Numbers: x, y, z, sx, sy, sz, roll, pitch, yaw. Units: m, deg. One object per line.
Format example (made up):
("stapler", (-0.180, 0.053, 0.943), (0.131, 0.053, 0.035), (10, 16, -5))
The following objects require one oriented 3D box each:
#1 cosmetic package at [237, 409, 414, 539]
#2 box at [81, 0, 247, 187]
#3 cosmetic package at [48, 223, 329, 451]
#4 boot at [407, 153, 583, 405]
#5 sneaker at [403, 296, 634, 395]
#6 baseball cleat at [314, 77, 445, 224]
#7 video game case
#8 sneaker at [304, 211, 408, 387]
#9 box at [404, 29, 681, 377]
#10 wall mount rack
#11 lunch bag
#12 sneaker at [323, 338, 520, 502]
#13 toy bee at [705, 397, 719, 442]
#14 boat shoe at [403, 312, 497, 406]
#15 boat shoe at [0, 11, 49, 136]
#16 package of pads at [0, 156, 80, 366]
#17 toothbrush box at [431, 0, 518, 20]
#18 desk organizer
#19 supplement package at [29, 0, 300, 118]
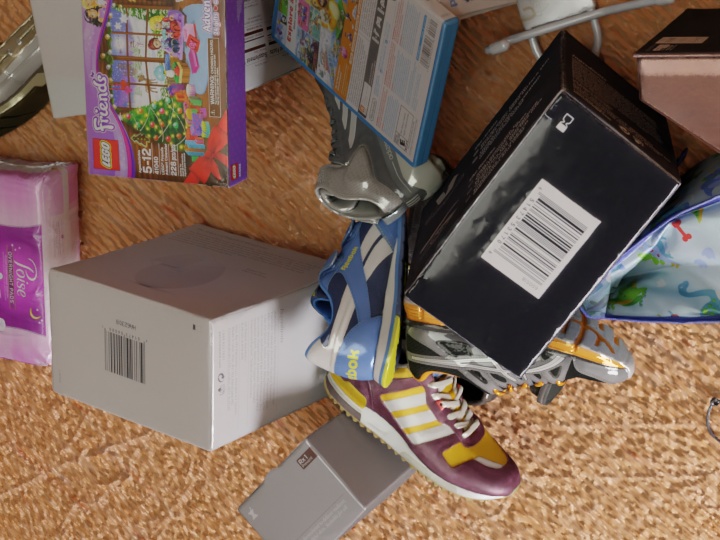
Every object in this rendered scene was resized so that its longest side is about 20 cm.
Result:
("cosmetic package", (-0.013, 0.181, 1.486), (0.090, 0.200, 0.107), (46, 118, 5))
("box", (-0.164, -0.175, 1.372), (0.135, 0.039, 0.203), (6, 107, 21))
("cosmetic package", (-0.140, 0.053, 1.483), (0.198, 0.199, 0.125), (15, 113, 35))
("boot", (0.115, 0.007, 1.462), (0.172, 0.069, 0.203), (11, 103, 24))
("sneaker", (0.130, 0.068, 1.379), (0.197, 0.078, 0.078), (12, 108, 12))
("baseball cleat", (-0.011, -0.114, 1.418), (0.106, 0.070, 0.200), (-37, 45, -4))
("video game case", (-0.001, -0.197, 1.342), (0.200, 0.018, 0.144), (44, 142, 30))
("sneaker", (0.000, 0.000, 1.415), (0.081, 0.202, 0.074), (3, 152, 7))
("box", (0.141, -0.057, 1.283), (0.117, 0.200, 0.197), (35, 111, -7))
("wall mount rack", (0.167, -0.259, 1.349), (0.172, 0.074, 0.202), (-14, 100, 26))
("lunch bag", (0.278, -0.028, 1.314), (0.198, 0.170, 0.129), (-21, 98, 26))
("sneaker", (0.064, 0.119, 1.439), (0.199, 0.075, 0.091), (33, 118, 7))
("toy bee", (0.365, 0.097, 1.349), (0.130, 0.109, 0.202), (27, 114, 12))
("boat shoe", (0.046, 0.053, 1.501), (0.200, 0.061, 0.072), (32, 115, 12))
("boat shoe", (-0.336, -0.189, 1.597), (0.199, 0.075, 0.069), (-33, 85, 21))
("package of pads", (-0.340, -0.014, 1.643), (0.119, 0.076, 0.203), (8, 108, 23))
("toothbrush box", (0.023, -0.270, 1.357), (0.199, 0.085, 0.148), (0, 107, 56))
("desk organizer", (0.267, -0.147, 1.269), (0.071, 0.200, 0.078), (2, 108, 22))
("supplement package", (-0.178, -0.255, 1.461), (0.189, 0.147, 0.203), (-4, 104, 24))
